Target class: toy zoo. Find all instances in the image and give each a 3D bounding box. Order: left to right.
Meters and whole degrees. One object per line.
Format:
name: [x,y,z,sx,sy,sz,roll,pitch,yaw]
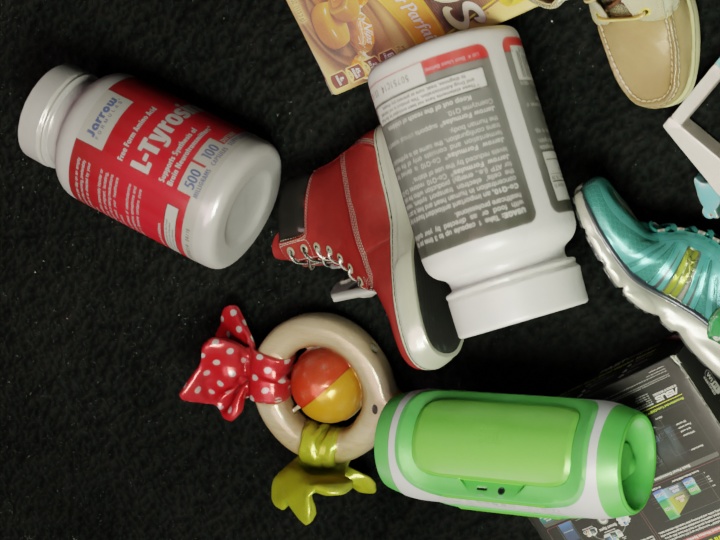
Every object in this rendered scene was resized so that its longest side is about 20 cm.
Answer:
toy zoo: [0.294,-0.106,1.085,0.131,0.020,0.200,41,127,7]

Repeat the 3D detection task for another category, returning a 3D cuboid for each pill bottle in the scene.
pill bottle: [-0.173,-0.091,1.314,0.199,0.112,0.113,26,124,17]
pill bottle: [0.085,-0.060,1.138,0.113,0.114,0.201,-19,86,36]

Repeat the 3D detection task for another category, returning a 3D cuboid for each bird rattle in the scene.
bird rattle: [-0.044,0.102,1.369,0.163,0.112,0.201,-39,78,27]

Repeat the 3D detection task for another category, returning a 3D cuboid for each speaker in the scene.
speaker: [0.113,0.134,1.196,0.199,0.088,0.089,2,114,32]

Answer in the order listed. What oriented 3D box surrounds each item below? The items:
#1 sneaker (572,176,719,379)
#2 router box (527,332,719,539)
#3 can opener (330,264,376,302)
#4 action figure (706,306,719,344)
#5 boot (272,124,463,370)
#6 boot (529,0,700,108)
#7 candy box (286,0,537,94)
sneaker: [0.236,-0.003,1.148,0.200,0.078,0.080,39,118,-3]
router box: [0.213,0.149,1.235,0.200,0.062,0.150,-30,94,38]
can opener: [0.055,-0.016,1.253,0.199,0.053,0.067,-13,107,34]
action figure: [0.320,0.081,1.095,0.199,0.055,0.118,31,152,-4]
boot: [0.000,0.000,1.229,0.144,0.072,0.201,-27,59,30]
boot: [0.153,-0.184,1.043,0.072,0.155,0.201,-4,110,34]
candy box: [0.040,-0.217,1.159,0.199,0.055,0.116,-19,104,37]
